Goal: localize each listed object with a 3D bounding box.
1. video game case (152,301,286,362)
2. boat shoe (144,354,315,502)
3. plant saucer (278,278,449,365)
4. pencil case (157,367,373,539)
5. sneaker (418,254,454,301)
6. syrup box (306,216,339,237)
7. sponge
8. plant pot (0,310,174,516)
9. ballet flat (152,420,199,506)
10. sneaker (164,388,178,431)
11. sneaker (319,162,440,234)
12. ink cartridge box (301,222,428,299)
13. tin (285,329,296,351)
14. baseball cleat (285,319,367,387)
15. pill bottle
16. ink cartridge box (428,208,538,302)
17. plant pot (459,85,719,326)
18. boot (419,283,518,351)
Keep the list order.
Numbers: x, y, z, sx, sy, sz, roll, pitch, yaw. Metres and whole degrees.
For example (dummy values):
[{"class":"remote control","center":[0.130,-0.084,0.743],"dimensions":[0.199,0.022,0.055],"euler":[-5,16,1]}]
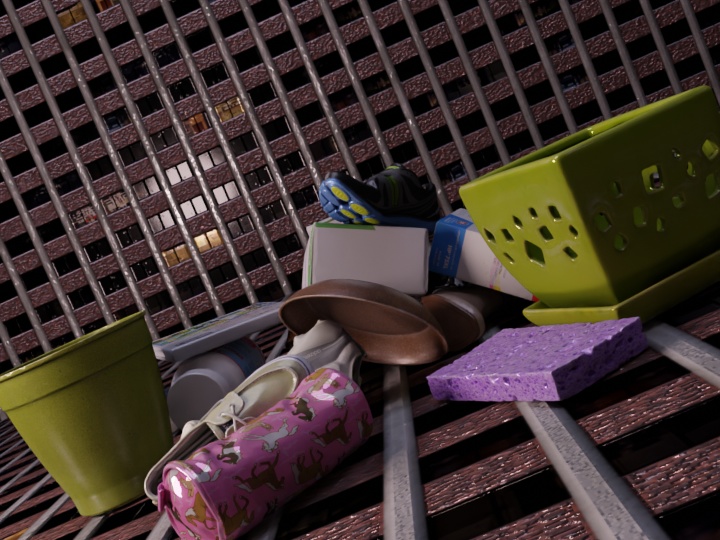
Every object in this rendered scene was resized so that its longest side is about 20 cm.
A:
[{"class":"video game case","center":[-0.199,0.086,1.259],"dimensions":[0.198,0.022,0.182],"euler":[-21,6,-25]},{"class":"boat shoe","center":[-0.122,0.160,0.845],"dimensions":[0.200,0.072,0.062],"euler":[-45,-17,-3]},{"class":"plant saucer","center":[0.006,0.056,0.999],"dimensions":[0.198,0.037,0.201],"euler":[11,-23,5]},{"class":"pencil case","center":[-0.079,0.161,0.762],"dimensions":[0.199,0.083,0.086],"euler":[-29,-1,-43]},{"class":"sneaker","center":[0.118,0.018,1.400],"dimensions":[0.111,0.077,0.200],"euler":[-28,6,38]},{"class":"syrup box","center":[-0.012,0.005,1.445],"dimensions":[0.078,0.202,0.081],"euler":[-24,6,-13]},{"class":"sponge","center":[0.153,0.083,0.797],"dimensions":[0.111,0.030,0.199],"euler":[-26,5,-27]},{"class":"plant pot","center":[-0.312,0.177,1.048],"dimensions":[0.198,0.195,0.200],"euler":[-23,5,2]},{"class":"ballet flat","center":[-0.136,0.177,0.908],"dimensions":[0.198,0.076,0.068],"euler":[-23,3,8]},{"class":"sneaker","center":[-0.301,0.205,1.366],"dimensions":[0.074,0.085,0.199],"euler":[-20,6,36]},{"class":"sneaker","center":[0.024,-0.094,1.075],"dimensions":[0.198,0.084,0.070],"euler":[8,-9,-44]},{"class":"ink cartridge box","center":[0.000,0.000,1.136],"dimensions":[0.143,0.085,0.200],"euler":[3,-9,-6]},{"class":"tin","center":[-0.021,0.089,1.205],"dimensions":[0.111,0.042,0.199],"euler":[28,-29,-33]},{"class":"baseball cleat","center":[-0.073,0.149,0.950],"dimensions":[0.201,0.106,0.070],"euler":[-51,-26,3]},{"class":"pill bottle","center":[-0.201,0.159,1.225],"dimensions":[0.108,0.110,0.200],"euler":[-23,5,8]},{"class":"ink cartridge box","center":[0.197,-0.015,1.108],"dimensions":[0.198,0.068,0.116],"euler":[17,18,18]},{"class":"plant pot","center":[0.247,-0.049,0.874],"dimensions":[0.197,0.183,0.200],"euler":[-24,4,-19]},{"class":"boot","center":[0.141,0.045,1.102],"dimensions":[0.145,0.071,0.199],"euler":[-16,9,-27]}]
